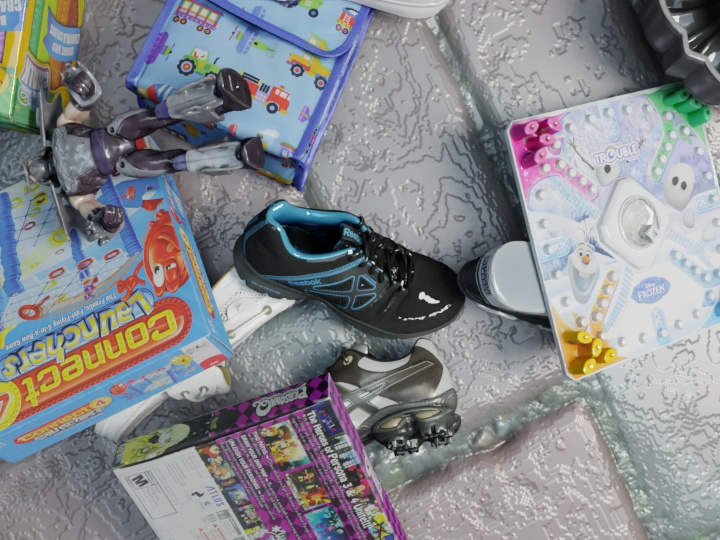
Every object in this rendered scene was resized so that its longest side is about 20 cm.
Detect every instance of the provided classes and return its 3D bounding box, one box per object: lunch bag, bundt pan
[{"bbox_3d":[-0.077,-0.194,0.764,0.148,0.094,0.204,23,79,0],"label":"lunch bag"},{"bbox_3d":[0.306,-0.213,0.732,0.197,0.076,0.207,1,80,-6],"label":"bundt pan"}]

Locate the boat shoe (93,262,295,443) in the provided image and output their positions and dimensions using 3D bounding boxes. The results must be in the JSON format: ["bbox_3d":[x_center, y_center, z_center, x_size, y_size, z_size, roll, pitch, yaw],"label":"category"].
[{"bbox_3d":[-0.135,0.077,0.773,0.069,0.071,0.200,44,91,0],"label":"boat shoe"}]

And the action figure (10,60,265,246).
[{"bbox_3d":[-0.172,-0.091,0.686,0.195,0.069,0.133,-11,101,14],"label":"action figure"}]

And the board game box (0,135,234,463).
[{"bbox_3d":[-0.224,0.015,0.740,0.197,0.056,0.199,-26,66,2],"label":"board game box"}]

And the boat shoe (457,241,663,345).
[{"bbox_3d":[0.171,0.022,0.769,0.195,0.068,0.076,5,81,-24],"label":"boat shoe"}]

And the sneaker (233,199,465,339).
[{"bbox_3d":[0.000,0.000,0.743,0.196,0.082,0.075,13,61,-17],"label":"sneaker"}]

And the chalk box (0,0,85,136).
[{"bbox_3d":[-0.300,-0.174,0.738,0.121,0.125,0.205,9,94,0],"label":"chalk box"}]

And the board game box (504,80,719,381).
[{"bbox_3d":[0.222,-0.038,0.745,0.196,0.026,0.205,-15,92,-24],"label":"board game box"}]

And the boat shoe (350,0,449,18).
[{"bbox_3d":[-0.019,-0.244,0.716,0.195,0.069,0.073,14,66,-6],"label":"boat shoe"}]

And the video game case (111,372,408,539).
[{"bbox_3d":[-0.071,0.190,0.742,0.178,0.036,0.203,-19,121,9],"label":"video game case"}]

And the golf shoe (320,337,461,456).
[{"bbox_3d":[-0.017,0.113,0.783,0.195,0.078,0.097,-11,71,2],"label":"golf shoe"}]
